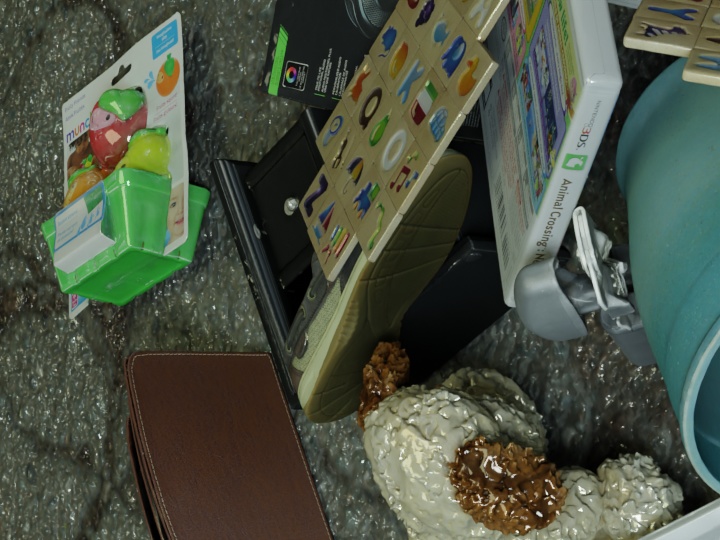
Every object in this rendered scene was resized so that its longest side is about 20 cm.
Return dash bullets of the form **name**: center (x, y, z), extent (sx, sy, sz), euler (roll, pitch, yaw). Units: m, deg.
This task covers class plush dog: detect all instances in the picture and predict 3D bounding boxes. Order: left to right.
- **plush dog**: center (0.064, 0.128, 1.055), extent (0.161, 0.172, 0.199), euler (-50, 42, -10)

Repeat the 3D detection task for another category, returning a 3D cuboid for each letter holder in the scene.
- **letter holder**: center (-0.116, 0.169, 1.313), extent (0.101, 0.141, 0.201), euler (-42, 58, 38)

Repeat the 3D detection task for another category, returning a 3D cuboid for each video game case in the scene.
- **video game case**: center (0.097, -0.113, 0.985), extent (0.183, 0.022, 0.201), euler (104, 166, -52)

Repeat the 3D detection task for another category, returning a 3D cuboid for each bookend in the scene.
- **bookend**: center (0.013, -0.040, 1.217), extent (0.200, 0.092, 0.200), euler (-41, 58, 38)

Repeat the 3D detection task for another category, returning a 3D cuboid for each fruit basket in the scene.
- **fruit basket**: center (-0.198, -0.083, 1.464), extent (0.185, 0.093, 0.202), euler (-28, 64, 44)

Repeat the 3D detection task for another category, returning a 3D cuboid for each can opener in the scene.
- **can opener**: center (0.129, 0.016, 1.003), extent (0.066, 0.200, 0.054), euler (-16, 73, 12)

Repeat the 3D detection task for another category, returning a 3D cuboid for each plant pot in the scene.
- **plant pot**: center (0.220, -0.017, 0.914), extent (0.201, 0.199, 0.189), euler (-56, 36, 30)

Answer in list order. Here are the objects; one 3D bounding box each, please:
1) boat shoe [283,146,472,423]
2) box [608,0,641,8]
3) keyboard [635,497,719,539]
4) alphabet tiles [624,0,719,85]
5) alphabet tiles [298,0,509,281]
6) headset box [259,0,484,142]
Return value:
- **boat shoe**: center (0.000, 0.000, 1.106), extent (0.066, 0.071, 0.202), euler (45, 125, 33)
- **box**: center (0.188, -0.268, 1.022), extent (0.200, 0.106, 0.153), euler (-51, 52, 33)
- **keyboard**: center (0.185, 0.162, 0.995), extent (0.199, 0.011, 0.057), euler (-30, 100, 18)
- **alphabet tiles**: center (0.234, -0.111, 0.886), extent (0.198, 0.167, 0.006), euler (11, 117, 13)
- **alphabet tiles**: center (0.023, -0.097, 1.070), extent (0.201, 0.006, 0.167), euler (-58, 24, 18)
- **headset box**: center (0.032, -0.186, 1.205), extent (0.199, 0.092, 0.176), euler (20, 102, 48)
